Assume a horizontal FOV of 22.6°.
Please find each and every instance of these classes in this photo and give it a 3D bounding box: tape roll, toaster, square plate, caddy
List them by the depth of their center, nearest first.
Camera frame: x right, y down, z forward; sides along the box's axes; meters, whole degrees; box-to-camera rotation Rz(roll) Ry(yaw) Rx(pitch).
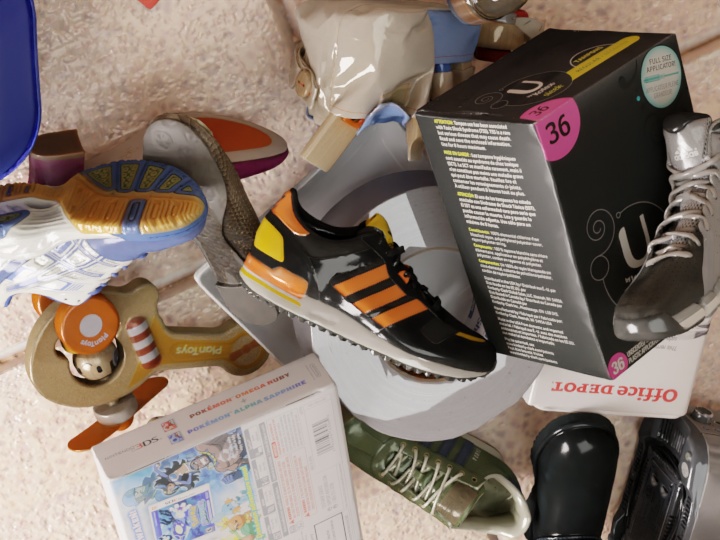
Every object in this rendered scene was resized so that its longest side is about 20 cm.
[{"bbox_3d":[-0.298,-0.143,1.256,0.141,0.105,0.201,6,114,9],"label":"caddy"},{"bbox_3d":[0.050,0.027,1.390,0.199,0.066,0.201,-3,103,-15],"label":"tape roll"},{"bbox_3d":[0.000,0.000,1.431,0.198,0.028,0.200,-42,119,1],"label":"square plate"},{"bbox_3d":[0.301,0.212,1.563,0.129,0.114,0.201,6,110,-19],"label":"toaster"}]

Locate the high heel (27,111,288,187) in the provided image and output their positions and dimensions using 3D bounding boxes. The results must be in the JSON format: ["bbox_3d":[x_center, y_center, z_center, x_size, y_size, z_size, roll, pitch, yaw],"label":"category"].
[{"bbox_3d":[-0.155,-0.063,1.359,0.199,0.068,0.096,-2,130,-11],"label":"high heel"}]

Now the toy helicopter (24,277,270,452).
[{"bbox_3d":[-0.163,0.070,1.403,0.199,0.079,0.133,0,107,-28],"label":"toy helicopter"}]

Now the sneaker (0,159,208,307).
[{"bbox_3d":[-0.192,-0.021,1.290,0.199,0.075,0.088,-4,128,22],"label":"sneaker"}]

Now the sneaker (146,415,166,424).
[{"bbox_3d":[-0.108,0.173,1.440,0.108,0.070,0.200,-13,141,-9],"label":"sneaker"}]

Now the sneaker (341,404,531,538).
[{"bbox_3d":[0.064,0.165,1.471,0.200,0.090,0.067,26,108,-37],"label":"sneaker"}]

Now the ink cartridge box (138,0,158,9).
[{"bbox_3d":[-0.137,-0.300,1.259,0.162,0.057,0.200,38,95,-26],"label":"ink cartridge box"}]

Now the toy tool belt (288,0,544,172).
[{"bbox_3d":[0.039,-0.136,1.334,0.199,0.125,0.123,-4,106,-39],"label":"toy tool belt"}]

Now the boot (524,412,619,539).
[{"bbox_3d":[0.178,0.234,1.480,0.073,0.163,0.199,1,140,-8],"label":"boot"}]

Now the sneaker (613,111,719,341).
[{"bbox_3d":[0.214,-0.043,1.210,0.200,0.075,0.116,-40,116,-42],"label":"sneaker"}]

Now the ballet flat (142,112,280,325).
[{"bbox_3d":[-0.101,-0.042,1.323,0.067,0.046,0.200,-2,134,30],"label":"ballet flat"}]

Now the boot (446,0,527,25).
[{"bbox_3d":[0.132,-0.268,1.273,0.075,0.097,0.201,28,70,-34],"label":"boot"}]

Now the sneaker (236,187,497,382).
[{"bbox_3d":[0.016,0.010,1.295,0.199,0.070,0.090,23,99,-4],"label":"sneaker"}]

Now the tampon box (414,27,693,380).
[{"bbox_3d":[0.156,-0.051,1.282,0.150,0.126,0.201,-34,117,-31],"label":"tampon box"}]

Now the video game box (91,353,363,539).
[{"bbox_3d":[-0.095,0.176,1.369,0.182,0.047,0.201,-24,135,-16],"label":"video game box"}]

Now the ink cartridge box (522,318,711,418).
[{"bbox_3d":[0.209,0.010,1.464,0.145,0.084,0.201,5,111,-17],"label":"ink cartridge box"}]
